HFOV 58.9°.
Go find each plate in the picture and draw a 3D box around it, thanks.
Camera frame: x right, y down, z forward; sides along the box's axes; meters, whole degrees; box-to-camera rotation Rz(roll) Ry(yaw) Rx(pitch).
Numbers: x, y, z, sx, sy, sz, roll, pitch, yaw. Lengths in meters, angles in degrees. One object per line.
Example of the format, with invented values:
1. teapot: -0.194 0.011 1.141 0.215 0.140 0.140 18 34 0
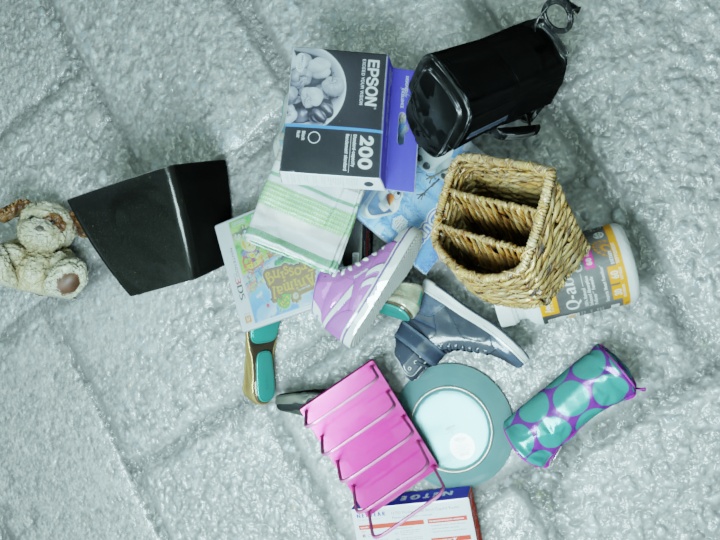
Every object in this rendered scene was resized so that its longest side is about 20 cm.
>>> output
1. plate: 0.145 0.252 1.019 0.196 0.026 0.205 0 90 16

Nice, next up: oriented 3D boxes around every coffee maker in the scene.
1. coffee maker: 0.173 -0.268 0.880 0.135 0.198 0.194 43 147 34

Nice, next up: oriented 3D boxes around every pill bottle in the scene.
1. pill bottle: 0.290 0.013 0.926 0.197 0.116 0.119 -16 87 15

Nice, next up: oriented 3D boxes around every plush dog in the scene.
1. plush dog: -0.590 -0.044 1.187 0.196 0.160 0.175 13 79 -12

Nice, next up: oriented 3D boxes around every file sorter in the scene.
1. file sorter: 0.018 0.264 0.946 0.138 0.125 0.202 -32 93 -2

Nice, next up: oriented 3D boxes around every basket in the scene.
1. basket: 0.178 -0.053 0.861 0.143 0.149 0.199 -47 34 -11

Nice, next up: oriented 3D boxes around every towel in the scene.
1. towel: -0.070 -0.113 0.932 0.147 0.031 0.203 21 84 3

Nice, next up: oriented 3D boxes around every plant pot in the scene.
1. plant pot: -0.325 -0.070 1.073 0.196 0.200 0.181 -15 99 16

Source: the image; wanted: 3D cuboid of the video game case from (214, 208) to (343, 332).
1. video game case: -0.128 -0.017 1.025 0.197 0.022 0.185 -19 84 18

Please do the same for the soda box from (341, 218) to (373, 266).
1. soda box: -0.015 -0.103 1.035 0.062 0.071 0.205 3 91 17

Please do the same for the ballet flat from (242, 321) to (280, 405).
1. ballet flat: -0.179 0.127 1.094 0.062 0.068 0.204 4 89 45

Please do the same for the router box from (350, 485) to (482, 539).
1. router box: 0.098 0.452 1.020 0.196 0.049 0.183 -11 90 16

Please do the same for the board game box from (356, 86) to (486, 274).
1. board game box: 0.084 -0.135 0.978 0.198 0.043 0.201 38 89 -4

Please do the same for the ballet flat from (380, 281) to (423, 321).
1. ballet flat: 0.018 0.033 1.025 0.197 0.068 0.063 13 64 36

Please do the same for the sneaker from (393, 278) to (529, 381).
1. sneaker: 0.144 0.127 0.983 0.201 0.077 0.147 33 89 23

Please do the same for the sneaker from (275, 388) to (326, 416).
1. sneaker: -0.051 0.254 1.049 0.195 0.076 0.117 4 86 11

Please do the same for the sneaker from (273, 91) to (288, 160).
1. sneaker: -0.071 -0.236 0.990 0.130 0.079 0.203 -34 49 44

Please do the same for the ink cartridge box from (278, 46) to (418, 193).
1. ink cartridge box: -0.010 -0.218 0.918 0.196 0.043 0.202 4 75 -1

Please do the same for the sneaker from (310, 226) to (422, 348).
1. sneaker: 0.000 0.000 0.940 0.114 0.073 0.202 37 92 20

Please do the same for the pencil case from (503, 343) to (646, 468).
1. pencil case: 0.310 0.202 0.940 0.200 0.085 0.093 -45 64 13
